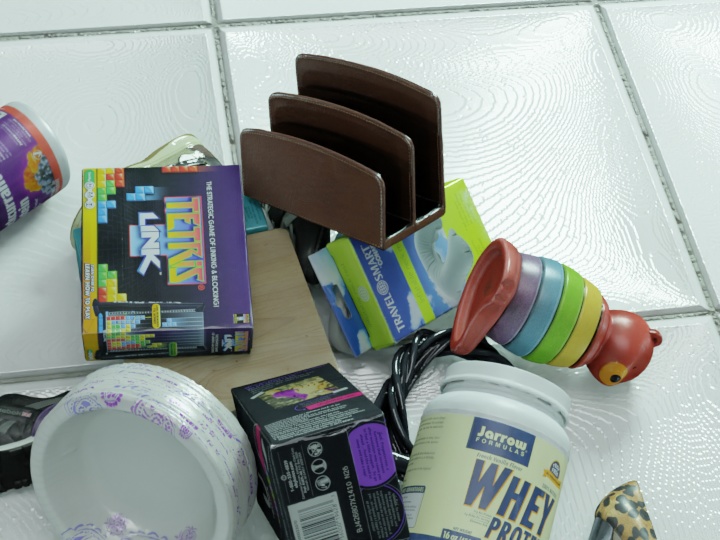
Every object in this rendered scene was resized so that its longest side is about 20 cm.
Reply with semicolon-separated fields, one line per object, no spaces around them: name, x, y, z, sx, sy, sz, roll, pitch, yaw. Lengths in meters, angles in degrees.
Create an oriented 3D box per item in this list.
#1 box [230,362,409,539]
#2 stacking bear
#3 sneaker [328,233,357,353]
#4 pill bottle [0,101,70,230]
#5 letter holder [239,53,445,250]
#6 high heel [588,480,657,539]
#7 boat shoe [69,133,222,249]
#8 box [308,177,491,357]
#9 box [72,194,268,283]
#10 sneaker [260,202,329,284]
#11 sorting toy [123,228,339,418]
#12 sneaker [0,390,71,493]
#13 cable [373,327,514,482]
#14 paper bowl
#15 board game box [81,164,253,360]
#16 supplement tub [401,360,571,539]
box;-0.041;0.172;1.307;0.105;0.123;0.200;-14;12;-12
stacking bear;0.209;0.054;1.479;0.199;0.122;0.114;24;40;-11
sneaker;0.000;0.000;1.554;0.074;0.082;0.201;35;63;-30
pill bottle;-0.419;-0.086;1.542;0.111;0.112;0.200;38;59;22
letter holder;-0.021;-0.129;1.464;0.199;0.143;0.100;22;38;36
high heel;0.306;0.278;1.348;0.199;0.072;0.143;17;59;19
boat shoe;-0.229;-0.079;1.579;0.066;0.072;0.201;30;51;24
box;0.052;-0.005;1.509;0.199;0.048;0.123;-29;96;-36
box;-0.199;-0.021;1.530;0.199;0.083;0.049;-13;55;-14
sneaker;-0.074;-0.061;1.584;0.088;0.074;0.201;1;44;-1
sorting toy;-0.143;0.073;1.467;0.199;0.070;0.200;-13;57;-14
sneaker;-0.354;0.164;1.393;0.199;0.076;0.088;-5;38;-14
cable;0.099;0.140;1.453;0.162;0.051;0.200;22;53;11
paper bowl;-0.189;0.176;1.309;0.200;0.202;0.104;20;32;11
board game box;-0.195;-0.011;1.440;0.164;0.057;0.201;-3;57;-7
supplement tub;0.111;0.199;1.321;0.144;0.145;0.201;15;69;7
